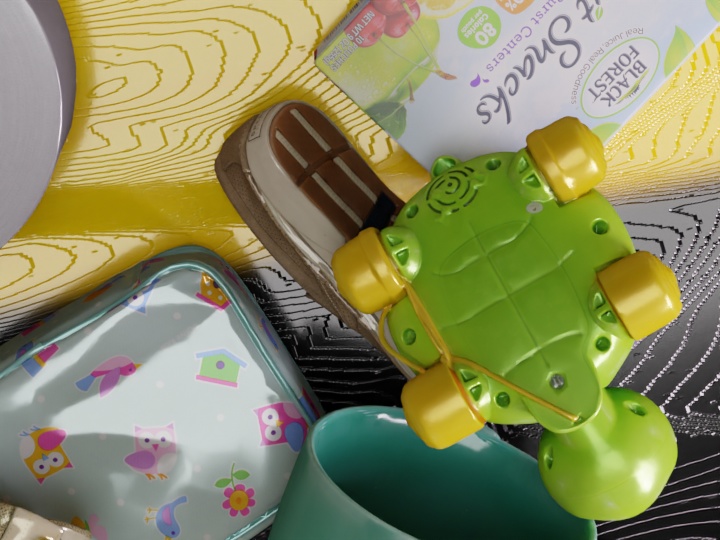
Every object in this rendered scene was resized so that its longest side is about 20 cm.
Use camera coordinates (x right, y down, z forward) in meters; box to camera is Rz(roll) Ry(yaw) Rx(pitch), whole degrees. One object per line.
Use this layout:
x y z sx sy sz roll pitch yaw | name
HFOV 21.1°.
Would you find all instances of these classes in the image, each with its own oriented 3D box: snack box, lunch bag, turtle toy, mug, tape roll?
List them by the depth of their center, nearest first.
0.086 0.030 0.945 0.146 0.101 0.200 -29 76 8 | turtle toy
0.037 0.153 0.970 0.152 0.185 0.115 34 113 36 | mug
-0.246 -0.092 0.972 0.200 0.066 0.201 0 111 -1 | tape roll
0.093 -0.135 0.997 0.142 0.053 0.200 42 98 -10 | snack box
-0.124 0.095 1.023 0.200 0.077 0.161 -33 102 5 | lunch bag

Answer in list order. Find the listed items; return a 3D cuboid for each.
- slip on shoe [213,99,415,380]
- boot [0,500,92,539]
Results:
0.000 0.000 1.020 0.200 0.076 0.061 47 136 -17 | slip on shoe
-0.164 0.198 0.935 0.200 0.073 0.156 27 78 15 | boot
